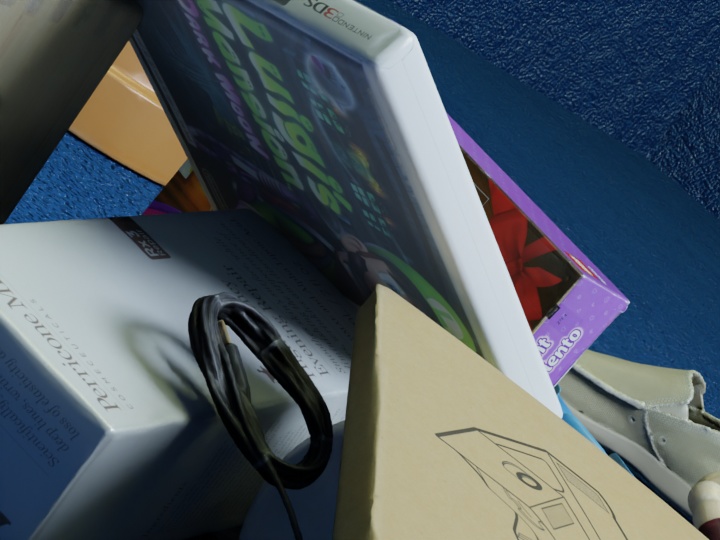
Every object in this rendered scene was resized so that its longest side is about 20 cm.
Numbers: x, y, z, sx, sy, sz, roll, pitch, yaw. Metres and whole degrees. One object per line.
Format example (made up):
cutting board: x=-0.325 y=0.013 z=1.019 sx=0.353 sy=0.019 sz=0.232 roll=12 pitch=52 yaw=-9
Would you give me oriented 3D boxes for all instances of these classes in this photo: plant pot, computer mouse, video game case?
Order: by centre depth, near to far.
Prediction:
computer mouse: x=-0.024 y=0.100 z=0.854 sx=0.059 sy=0.034 sz=0.200 roll=7 pitch=56 yaw=-39
video game case: x=-0.018 y=-0.041 z=0.972 sx=0.182 sy=0.023 sz=0.200 roll=32 pitch=-24 yaw=41
plant pot: x=-0.126 y=-0.155 z=1.586 sx=0.200 sy=0.140 sz=0.200 roll=34 pitch=11 yaw=-8

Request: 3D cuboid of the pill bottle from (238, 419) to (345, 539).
pill bottle: x=0.051 y=0.121 z=0.982 sx=0.113 sy=0.113 sz=0.200 roll=42 pitch=12 yaw=33

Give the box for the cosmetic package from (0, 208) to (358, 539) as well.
cosmetic package: x=-0.078 y=0.037 z=0.940 sx=0.102 sy=0.074 sz=0.200 roll=44 pitch=22 yaw=19

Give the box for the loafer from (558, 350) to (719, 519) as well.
loafer: x=0.176 y=0.084 z=1.651 sx=0.200 sy=0.068 sz=0.076 roll=38 pitch=10 yaw=11

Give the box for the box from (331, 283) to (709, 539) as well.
box: x=0.060 y=0.094 z=0.827 sx=0.163 sy=0.021 sz=0.200 roll=40 pitch=18 yaw=-12

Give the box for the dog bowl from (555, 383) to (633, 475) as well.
dog bowl: x=0.116 y=0.124 z=1.284 sx=0.112 sy=0.050 sz=0.200 roll=54 pitch=-1 yaw=-26

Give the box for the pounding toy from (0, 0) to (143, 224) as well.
pounding toy: x=-0.199 y=-0.107 z=0.940 sx=0.184 sy=0.200 sz=0.142 roll=39 pitch=11 yaw=19

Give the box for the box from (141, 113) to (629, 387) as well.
box: x=0.000 y=0.000 z=1.091 sx=0.039 sy=0.137 sz=0.200 roll=28 pitch=16 yaw=-49

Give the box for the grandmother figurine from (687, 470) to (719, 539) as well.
grandmother figurine: x=0.172 y=0.143 z=1.109 sx=0.121 sy=0.061 sz=0.200 roll=39 pitch=15 yaw=-2

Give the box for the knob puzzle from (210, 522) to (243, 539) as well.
knob puzzle: x=-0.084 y=0.054 z=1.065 sx=0.219 sy=0.030 sz=0.220 roll=35 pitch=15 yaw=-11
